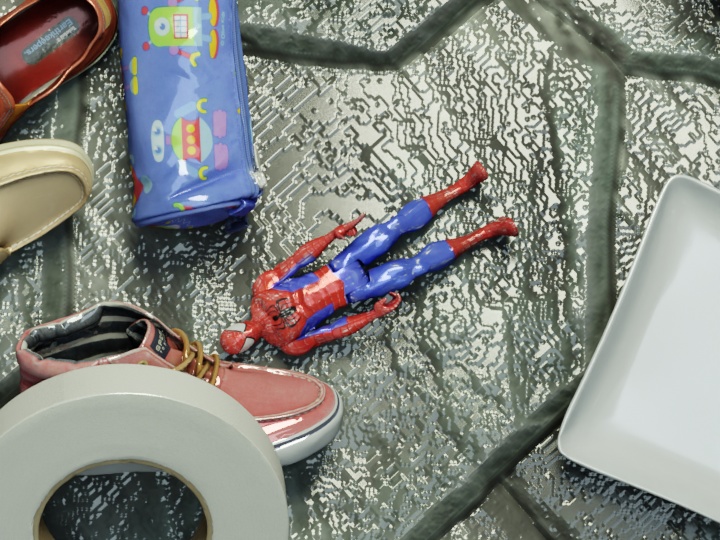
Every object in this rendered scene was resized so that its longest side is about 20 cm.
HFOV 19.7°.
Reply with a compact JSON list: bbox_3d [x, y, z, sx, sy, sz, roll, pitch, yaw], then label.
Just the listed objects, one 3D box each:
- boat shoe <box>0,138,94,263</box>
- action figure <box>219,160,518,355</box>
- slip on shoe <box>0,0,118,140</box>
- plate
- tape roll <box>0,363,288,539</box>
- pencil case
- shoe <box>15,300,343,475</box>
[{"bbox_3d":[-0.251,-0.014,1.260,0.200,0.069,0.074,-24,133,-1],"label":"boat shoe"},{"bbox_3d":[0.000,0.000,1.316,0.200,0.052,0.065,-29,95,-5],"label":"action figure"},{"bbox_3d":[-0.234,-0.111,1.281,0.200,0.061,0.074,-38,95,-5],"label":"slip on shoe"},{"bbox_3d":[0.249,0.065,1.352,0.200,0.032,0.200,24,86,-6],"label":"plate"},{"bbox_3d":[-0.144,0.150,1.252,0.203,0.037,0.203,-3,119,-5],"label":"tape roll"},{"bbox_3d":[-0.106,-0.122,1.288,0.087,0.078,0.200,-5,89,10],"label":"pencil case"},{"bbox_3d":[-0.110,0.070,1.269,0.200,0.071,0.091,-4,128,-4],"label":"shoe"}]
